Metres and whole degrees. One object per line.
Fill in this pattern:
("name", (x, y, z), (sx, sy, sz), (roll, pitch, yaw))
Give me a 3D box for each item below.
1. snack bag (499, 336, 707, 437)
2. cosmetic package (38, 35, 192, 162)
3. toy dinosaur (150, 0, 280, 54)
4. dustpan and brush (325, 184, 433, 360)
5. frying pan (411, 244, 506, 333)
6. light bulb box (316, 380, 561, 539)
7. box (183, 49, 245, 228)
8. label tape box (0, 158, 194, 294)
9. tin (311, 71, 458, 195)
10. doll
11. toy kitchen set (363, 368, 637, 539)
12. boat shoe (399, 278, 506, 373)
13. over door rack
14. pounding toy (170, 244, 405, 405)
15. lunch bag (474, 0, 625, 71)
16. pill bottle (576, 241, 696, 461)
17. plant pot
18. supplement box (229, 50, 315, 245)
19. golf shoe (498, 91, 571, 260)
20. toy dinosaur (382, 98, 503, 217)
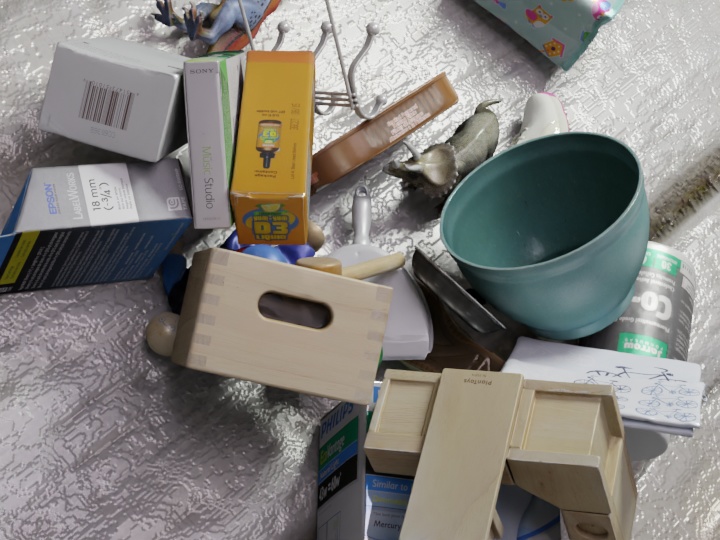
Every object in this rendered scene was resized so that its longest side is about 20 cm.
("snack bag", (0.218, 0.099, 1.434), (0.187, 0.022, 0.200), (7, 15, 14))
("cosmetic package", (-0.207, -0.158, 1.428), (0.112, 0.200, 0.082), (15, 102, -2))
("toy dinosaur", (-0.120, -0.272, 1.628), (0.181, 0.105, 0.202), (-16, 107, -39))
("dustpan and brush", (0.000, 0.000, 1.526), (0.138, 0.057, 0.201), (-2, 68, 4))
("frying pan", (0.085, 0.015, 1.514), (0.115, 0.190, 0.031), (42, 92, -9))
("light bulb box", (0.069, 0.221, 1.428), (0.197, 0.125, 0.201), (10, 64, -20))
("box", (-0.126, -0.123, 1.437), (0.036, 0.200, 0.145), (-3, 100, 1))
("label tape box", (-0.263, -0.035, 1.387), (0.199, 0.144, 0.064), (-7, 71, -27))
("tin", (0.016, -0.135, 1.581), (0.200, 0.112, 0.042), (-35, 99, -32))
("doll", (-0.127, 0.010, 1.484), (0.136, 0.049, 0.200), (40, 59, 9))
("toy kitchen set", (0.114, 0.203, 1.341), (0.199, 0.181, 0.164), (3, 54, 21))
("boat shoe", (0.074, 0.075, 1.536), (0.200, 0.065, 0.072), (38, 80, 18))
("over door rack", (-0.059, -0.242, 1.517), (0.067, 0.147, 0.201), (-42, 122, -30))
("pounding toy", (-0.049, 0.032, 1.381), (0.199, 0.184, 0.143), (13, 87, -11))
("lunch bag", (0.225, -0.348, 1.771), (0.170, 0.122, 0.200), (38, 49, -1))
("pill bottle", (0.272, 0.081, 1.592), (0.112, 0.113, 0.201), (21, 59, -14))
("plant pot", (0.191, -0.020, 1.530), (0.201, 0.199, 0.135), (-54, 133, -33))
("supplement box", (-0.076, -0.113, 1.426), (0.066, 0.069, 0.201), (2, 44, 1))
("golf shoe", (0.170, -0.105, 1.660), (0.091, 0.075, 0.201), (13, 61, -14))
("toy dinosaur", (0.105, -0.117, 1.616), (0.200, 0.102, 0.077), (-35, 84, -32))
